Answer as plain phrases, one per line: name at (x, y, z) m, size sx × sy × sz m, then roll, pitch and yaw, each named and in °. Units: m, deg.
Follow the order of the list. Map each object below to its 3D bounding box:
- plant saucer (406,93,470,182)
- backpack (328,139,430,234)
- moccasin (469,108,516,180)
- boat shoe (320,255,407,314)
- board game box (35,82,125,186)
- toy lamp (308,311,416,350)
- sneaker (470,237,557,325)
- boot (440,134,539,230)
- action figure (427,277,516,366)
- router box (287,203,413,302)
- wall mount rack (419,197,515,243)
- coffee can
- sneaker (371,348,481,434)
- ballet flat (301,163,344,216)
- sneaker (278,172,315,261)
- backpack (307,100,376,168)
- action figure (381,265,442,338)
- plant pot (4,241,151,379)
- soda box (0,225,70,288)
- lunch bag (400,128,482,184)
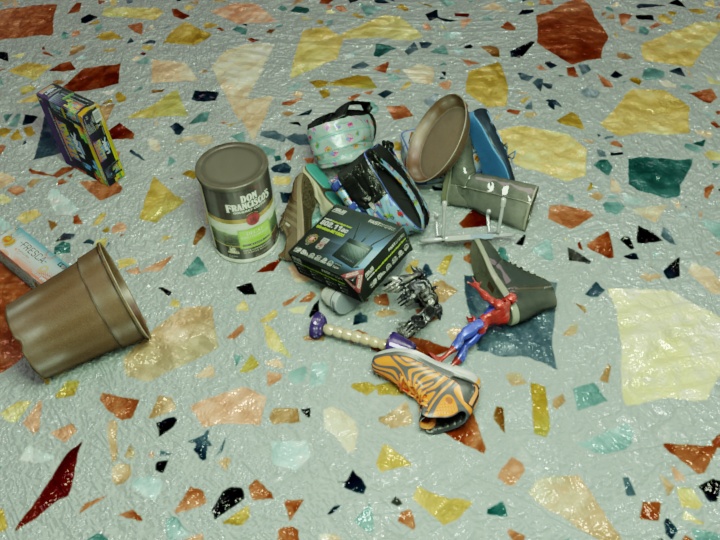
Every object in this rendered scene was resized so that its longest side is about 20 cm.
plant saucer at (0.170, -0.275, 1.581) m, size 0.034 × 0.201 × 0.202 m, roll 21°, pitch 39°, yaw -27°
backpack at (0.050, -0.150, 1.548) m, size 0.134 × 0.201 × 0.183 m, roll -35°, pitch 6°, yaw 21°
moccasin at (0.299, -0.261, 1.624) m, size 0.068 × 0.202 × 0.080 m, roll -36°, pitch 21°, yaw -33°
boat shoe at (0.001, 0.004, 1.474) m, size 0.201 × 0.075 × 0.086 m, roll -41°, pitch 43°, yaw -21°
board game box at (-0.642, -0.311, 1.712) m, size 0.164 × 0.202 × 0.057 m, roll 25°, pitch 53°, yaw 26°
toy lamp at (0.005, 0.125, 1.362) m, size 0.197 × 0.059 × 0.059 m, roll 16°, pitch 49°, yaw 19°
sneaker at (0.293, 0.013, 1.447) m, size 0.105 × 0.075 × 0.202 m, roll -14°, pitch 56°, yaw -16°
boot at (0.279, -0.194, 1.580) m, size 0.198 × 0.185 × 0.072 m, roll 18°, pitch 24°, yaw 29°
action figure at (0.194, 0.094, 1.353) m, size 0.199 × 0.066 × 0.099 m, roll -37°, pitch 44°, yaw -11°
router box at (-0.022, -0.038, 1.424) m, size 0.199 × 0.063 × 0.150 m, roll 22°, pitch 59°, yaw 42°
wall mount rack at (0.216, -0.097, 1.491) m, size 0.196 × 0.174 × 0.076 m, roll -4°, pitch 89°, yaw -1°
coffee can at (-0.247, -0.138, 1.525) m, size 0.144 × 0.202 × 0.148 m, roll -2°, pitch 46°, yaw 2°
sneaker at (0.099, 0.205, 1.265) m, size 0.197 × 0.078 × 0.113 m, roll 11°, pitch 53°, yaw 21°
ballet flat at (-0.074, -0.156, 1.629) m, size 0.069 × 0.070 × 0.201 m, roll -22°, pitch 50°, yaw -17°
sneaker at (-0.141, -0.114, 1.564) m, size 0.074 × 0.071 × 0.203 m, roll -13°, pitch 59°, yaw 20°
backpack at (-0.043, -0.301, 1.677) m, size 0.165 × 0.128 × 0.200 m, roll -21°, pitch 8°, yaw 14°
action figure at (0.096, 0.055, 1.368) m, size 0.101 × 0.200 × 0.120 m, roll -24°, pitch 89°, yaw 8°
plant pot at (-0.515, 0.082, 1.351) m, size 0.196 × 0.202 × 0.201 m, roll -28°, pitch 50°, yaw -12°
soda box at (-0.667, -0.012, 1.526) m, size 0.199 × 0.064 × 0.068 m, roll 31°, pitch 55°, yaw 28°
lunch bag at (0.194, -0.279, 1.721) m, size 0.197 × 0.076 × 0.162 m, roll -10°, pitch 44°, yaw -5°
